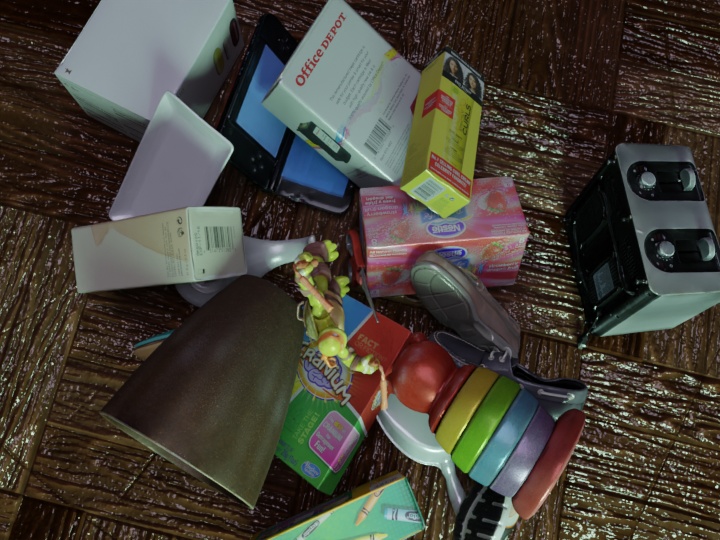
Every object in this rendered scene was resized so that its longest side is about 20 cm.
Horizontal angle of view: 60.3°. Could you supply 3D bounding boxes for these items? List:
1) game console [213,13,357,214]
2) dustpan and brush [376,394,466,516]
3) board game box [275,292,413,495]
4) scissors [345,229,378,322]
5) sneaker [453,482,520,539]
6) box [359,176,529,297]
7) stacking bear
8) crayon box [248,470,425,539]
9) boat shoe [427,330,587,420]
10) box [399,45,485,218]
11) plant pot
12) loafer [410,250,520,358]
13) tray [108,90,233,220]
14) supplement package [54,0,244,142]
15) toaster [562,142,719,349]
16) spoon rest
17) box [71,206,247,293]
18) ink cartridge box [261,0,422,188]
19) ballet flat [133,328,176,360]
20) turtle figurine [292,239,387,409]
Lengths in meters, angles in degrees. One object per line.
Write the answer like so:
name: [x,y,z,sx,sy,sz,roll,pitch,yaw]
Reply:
game console: [-0.074,-0.205,0.813,0.116,0.172,0.206,8,73,34]
dustpan and brush: [0.097,0.206,0.757,0.136,0.058,0.205,-17,71,-14]
board game box: [-0.043,0.132,0.741,0.150,0.040,0.203,25,76,31]
scissors: [0.000,0.000,0.729,0.013,0.200,0.076,-2,102,-7]
sneaker: [0.175,0.262,0.723,0.079,0.073,0.204,34,73,-23]
box: [0.098,-0.042,0.771,0.193,0.104,0.097,-4,52,-3]
stacking bear: [0.118,0.150,0.653,0.197,0.113,0.124,34,101,18]
crayon box: [-0.031,0.292,0.692,0.195,0.119,0.060,-22,77,-6]
boat shoe: [0.168,0.113,0.720,0.196,0.073,0.064,28,118,9]
box: [0.101,-0.169,0.742,0.074,0.050,0.205,29,56,-25]
plant pot: [-0.144,0.115,0.674,0.183,0.188,0.203,28,65,5]
loafer: [0.132,0.041,0.755,0.200,0.071,0.064,48,54,-26]
tray: [-0.237,-0.111,0.777,0.107,0.022,0.201,38,118,0]
supplement package: [-0.272,-0.285,0.831,0.152,0.111,0.204,25,77,5]
toaster: [0.334,-0.024,0.751,0.114,0.201,0.187,-2,68,-4]
spoon rest: [-0.147,-0.010,0.795,0.193,0.061,0.103,-9,100,4]
box: [-0.238,-0.022,0.726,0.194,0.094,0.081,-5,92,28]
ink cartridge box: [-0.006,-0.216,0.792,0.198,0.082,0.148,37,72,-19]
ballet flat: [-0.181,0.086,0.768,0.195,0.069,0.065,-22,91,-5]
turtle figurine: [-0.032,0.051,0.677,0.063,0.163,0.202,-28,119,10]
